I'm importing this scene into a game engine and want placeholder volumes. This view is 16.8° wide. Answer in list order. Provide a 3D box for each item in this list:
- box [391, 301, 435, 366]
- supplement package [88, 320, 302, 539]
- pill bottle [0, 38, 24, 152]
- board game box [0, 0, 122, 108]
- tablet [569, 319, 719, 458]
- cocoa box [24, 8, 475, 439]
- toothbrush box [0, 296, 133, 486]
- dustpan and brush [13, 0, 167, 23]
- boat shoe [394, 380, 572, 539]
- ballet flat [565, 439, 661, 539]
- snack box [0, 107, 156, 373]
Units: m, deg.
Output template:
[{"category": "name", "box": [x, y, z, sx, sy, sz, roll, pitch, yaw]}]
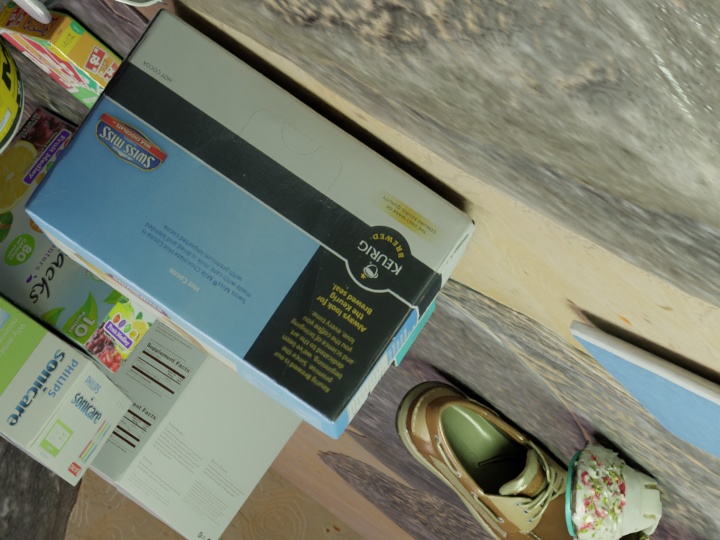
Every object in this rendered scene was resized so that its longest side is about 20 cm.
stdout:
[{"category": "box", "box": [0.000, 0.000, 1.470, 0.082, 0.049, 0.200, 34, 171, 8]}, {"category": "supplement package", "box": [-0.180, 0.130, 2.372, 0.147, 0.200, 0.191, 30, 169, 35]}, {"category": "pill bottle", "box": [-0.299, -0.141, 1.648, 0.114, 0.115, 0.200, 34, 172, 8]}, {"category": "board game box", "box": [-0.141, -0.100, 1.559, 0.200, 0.030, 0.095, 37, 171, -31]}, {"category": "tablet", "box": [0.206, 0.088, 1.276, 0.200, 0.014, 0.130, 27, 169, 47]}, {"category": "cocoa box", "box": [-0.057, -0.020, 1.294, 0.200, 0.131, 0.133, 34, 174, 4]}, {"category": "toothbrush box", "box": [-0.286, 0.064, 1.846, 0.200, 0.086, 0.146, 32, 171, 14]}, {"category": "dustpan and brush", "box": [-0.210, -0.180, 1.263, 0.200, 0.057, 0.139, 39, 171, -24]}, {"category": "boat shoe", "box": [0.113, 0.160, 1.830, 0.200, 0.076, 0.074, 37, 168, -16]}, {"category": "ballet flat", "box": [0.174, 0.157, 1.658, 0.064, 0.076, 0.200, 2, 170, 7]}, {"category": "snack box", "box": [-0.217, -0.027, 1.851, 0.200, 0.142, 0.053, 29, 169, 39]}]
